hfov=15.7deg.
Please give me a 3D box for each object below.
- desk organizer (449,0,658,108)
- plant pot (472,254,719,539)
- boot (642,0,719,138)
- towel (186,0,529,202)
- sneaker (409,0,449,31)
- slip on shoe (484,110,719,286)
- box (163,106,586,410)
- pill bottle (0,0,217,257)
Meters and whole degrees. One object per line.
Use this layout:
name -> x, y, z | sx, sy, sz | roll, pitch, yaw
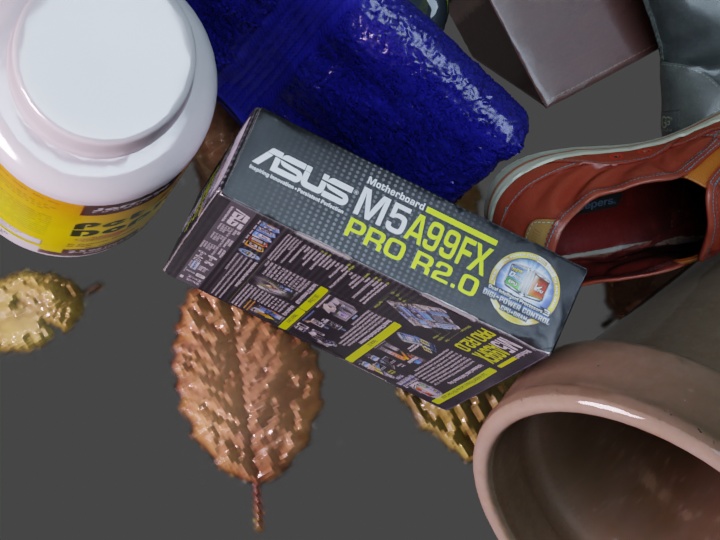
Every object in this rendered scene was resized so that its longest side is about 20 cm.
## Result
desk organizer -> 0.147, -0.152, 1.309 | 0.199, 0.072, 0.077 | -28, 90, -14
plant pot -> 0.180, 0.076, 1.232 | 0.200, 0.200, 0.175 | 42, 58, -2
boot -> 0.205, -0.148, 1.257 | 0.181, 0.073, 0.201 | -10, 92, -20
towel -> -0.026, -0.096, 1.225 | 0.200, 0.148, 0.050 | 41, 60, -4
sneaker -> -0.038, -0.175, 1.255 | 0.200, 0.081, 0.074 | 41, 105, -9
slip on shoe -> 0.157, -0.032, 1.194 | 0.199, 0.061, 0.074 | -11, 124, -15
box -> 0.000, 0.000, 1.187 | 0.160, 0.200, 0.044 | 25, 77, -5
pill bottle -> -0.124, -0.074, 1.174 | 0.109, 0.200, 0.110 | 2, 81, -11
